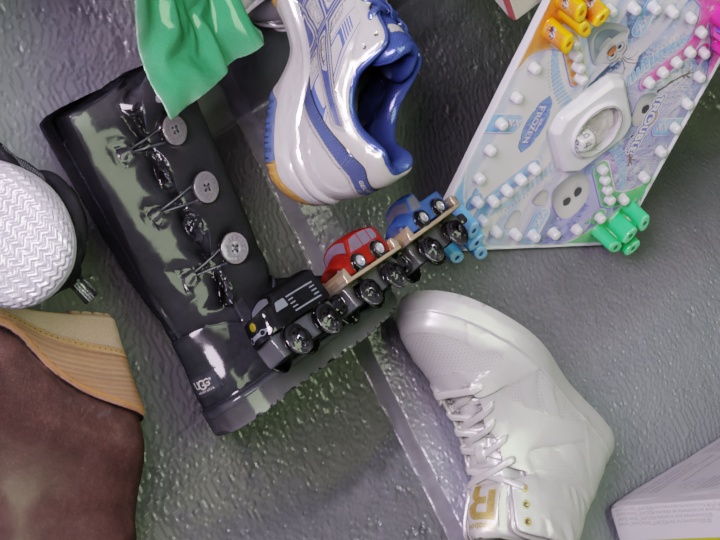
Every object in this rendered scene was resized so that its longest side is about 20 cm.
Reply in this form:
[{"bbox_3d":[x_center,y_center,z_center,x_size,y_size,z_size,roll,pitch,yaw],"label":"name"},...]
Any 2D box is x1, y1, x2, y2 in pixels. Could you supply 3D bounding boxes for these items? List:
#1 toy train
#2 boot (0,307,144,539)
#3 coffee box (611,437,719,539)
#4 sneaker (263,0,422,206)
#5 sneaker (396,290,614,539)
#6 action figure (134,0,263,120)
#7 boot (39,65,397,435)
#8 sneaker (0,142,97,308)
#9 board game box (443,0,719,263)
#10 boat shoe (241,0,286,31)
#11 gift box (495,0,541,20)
[{"bbox_3d":[0.000,0.000,1.082,0.046,0.034,0.200,52,41,4],"label":"toy train"},{"bbox_3d":[-0.184,0.103,0.946,0.199,0.072,0.168,3,76,-46],"label":"boot"},{"bbox_3d":[0.327,0.215,1.307,0.199,0.199,0.200,-22,96,-43],"label":"coffee box"},{"bbox_3d":[-0.001,-0.138,1.079,0.075,0.088,0.202,6,81,-53],"label":"sneaker"},{"bbox_3d":[0.085,0.108,1.194,0.200,0.073,0.116,42,53,-30],"label":"sneaker"},{"bbox_3d":[-0.120,-0.191,1.000,0.201,0.054,0.118,69,26,-21],"label":"action figure"},{"bbox_3d":[-0.075,-0.031,1.091,0.165,0.065,0.201,-37,98,-49],"label":"boot"},{"bbox_3d":[-0.209,-0.052,0.959,0.075,0.114,0.200,-45,78,-1],"label":"sneaker"},{"bbox_3d":[0.155,-0.091,1.240,0.199,0.201,0.026,-3,38,-43],"label":"board game box"},{"bbox_3d":[-0.043,-0.181,1.149,0.069,0.072,0.200,55,41,-16],"label":"boat shoe"},{"bbox_3d":[0.079,-0.283,1.124,0.186,0.200,0.185,-37,150,-2],"label":"gift box"}]
